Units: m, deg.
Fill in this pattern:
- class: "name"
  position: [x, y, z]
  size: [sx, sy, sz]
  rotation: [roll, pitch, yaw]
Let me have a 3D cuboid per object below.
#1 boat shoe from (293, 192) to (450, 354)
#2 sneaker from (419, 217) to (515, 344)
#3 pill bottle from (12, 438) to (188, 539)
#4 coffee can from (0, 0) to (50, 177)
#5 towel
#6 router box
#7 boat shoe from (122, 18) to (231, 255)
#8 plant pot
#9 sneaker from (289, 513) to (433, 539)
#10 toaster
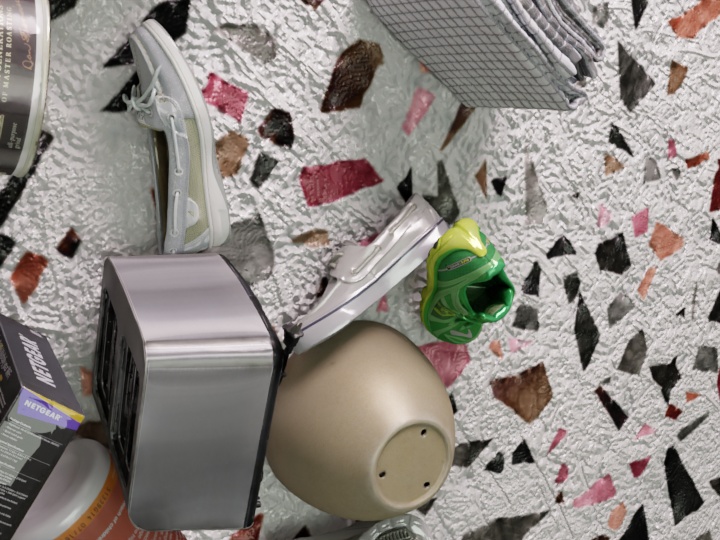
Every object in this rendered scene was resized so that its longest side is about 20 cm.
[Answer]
- class: "boat shoe"
  position: [0.000, 0.000, 0.925]
  size: [0.199, 0.072, 0.066]
  rotation: [-39, 90, -9]
- class: "sneaker"
  position: [0.107, 0.031, 0.949]
  size: [0.074, 0.084, 0.201]
  rotation: [-38, 154, -15]
- class: "pill bottle"
  position: [-0.217, 0.256, 0.844]
  size: [0.112, 0.112, 0.201]
  rotation: [-40, 119, -14]
- class: "coffee can"
  position: [-0.328, -0.147, 0.648]
  size: [0.198, 0.146, 0.148]
  rotation: [3, 102, -31]
- class: "towel"
  position: [0.114, -0.234, 0.865]
  size: [0.199, 0.165, 0.086]
  rotation: [37, 79, -32]
- class: "router box"
  position: [-0.287, 0.134, 0.718]
  size: [0.052, 0.200, 0.158]
  rotation: [32, 88, -29]
- class: "boat shoe"
  position: [-0.162, -0.106, 0.799]
  size: [0.064, 0.074, 0.204]
  rotation: [-22, 122, -21]
- class: "plant pot"
  position: [0.019, 0.165, 0.941]
  size: [0.198, 0.134, 0.203]
  rotation: [-9, 108, -28]
- class: "sneaker"
  position: [-0.021, 0.306, 0.991]
  size: [0.197, 0.099, 0.079]
  rotation: [-12, 82, -2]
- class: "toaster"
  position: [-0.144, 0.089, 0.780]
  size: [0.117, 0.181, 0.202]
  rotation: [0, 117, -27]
